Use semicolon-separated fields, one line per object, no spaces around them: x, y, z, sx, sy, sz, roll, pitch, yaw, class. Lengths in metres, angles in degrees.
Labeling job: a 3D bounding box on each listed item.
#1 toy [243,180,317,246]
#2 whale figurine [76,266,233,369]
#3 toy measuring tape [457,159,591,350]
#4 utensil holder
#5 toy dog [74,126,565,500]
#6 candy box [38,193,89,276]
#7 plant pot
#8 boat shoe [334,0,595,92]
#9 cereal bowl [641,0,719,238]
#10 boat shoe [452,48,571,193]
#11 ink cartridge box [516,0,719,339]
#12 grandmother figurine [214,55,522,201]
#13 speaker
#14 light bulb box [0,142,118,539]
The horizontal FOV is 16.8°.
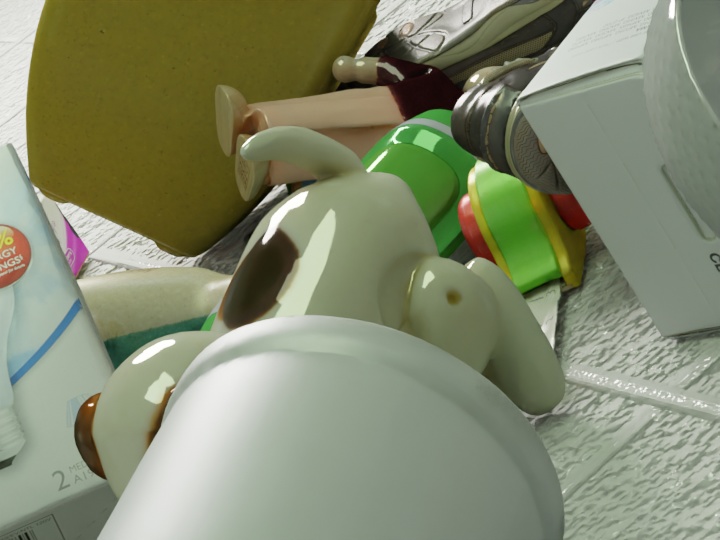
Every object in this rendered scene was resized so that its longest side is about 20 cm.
-0.018;-0.032;1.466;0.115;0.047;0.200;-33;20;2;toy
-0.129;0.052;1.386;0.199;0.104;0.159;-11;1;15;whale figurine
0.081;-0.015;1.247;0.073;0.074;0.200;-25;21;21;toy measuring tape
-0.030;0.141;0.917;0.170;0.170;0.200;-20;26;33;utensil holder
-0.030;0.049;1.105;0.139;0.194;0.200;3;31;45;toy dog
-0.301;0.035;1.721;0.200;0.061;0.136;-25;21;23;candy box
-0.116;-0.120;1.565;0.196;0.194;0.200;-91;26;-87;plant pot
0.067;-0.124;1.517;0.200;0.073;0.075;-28;25;28;boat shoe
0.205;-0.059;1.027;0.200;0.200;0.083;-51;-6;-40;cereal bowl
0.121;-0.089;1.230;0.073;0.075;0.200;19;19;35;boat shoe
0.179;-0.087;1.152;0.083;0.146;0.200;-13;28;45;ink cartridge box
0.022;-0.087;1.434;0.199;0.122;0.061;-12;-26;-18;grandmother figurine
0.000;0.000;1.313;0.088;0.089;0.200;-5;34;52;speaker
-0.219;0.076;1.221;0.198;0.125;0.200;-23;64;-8;light bulb box
